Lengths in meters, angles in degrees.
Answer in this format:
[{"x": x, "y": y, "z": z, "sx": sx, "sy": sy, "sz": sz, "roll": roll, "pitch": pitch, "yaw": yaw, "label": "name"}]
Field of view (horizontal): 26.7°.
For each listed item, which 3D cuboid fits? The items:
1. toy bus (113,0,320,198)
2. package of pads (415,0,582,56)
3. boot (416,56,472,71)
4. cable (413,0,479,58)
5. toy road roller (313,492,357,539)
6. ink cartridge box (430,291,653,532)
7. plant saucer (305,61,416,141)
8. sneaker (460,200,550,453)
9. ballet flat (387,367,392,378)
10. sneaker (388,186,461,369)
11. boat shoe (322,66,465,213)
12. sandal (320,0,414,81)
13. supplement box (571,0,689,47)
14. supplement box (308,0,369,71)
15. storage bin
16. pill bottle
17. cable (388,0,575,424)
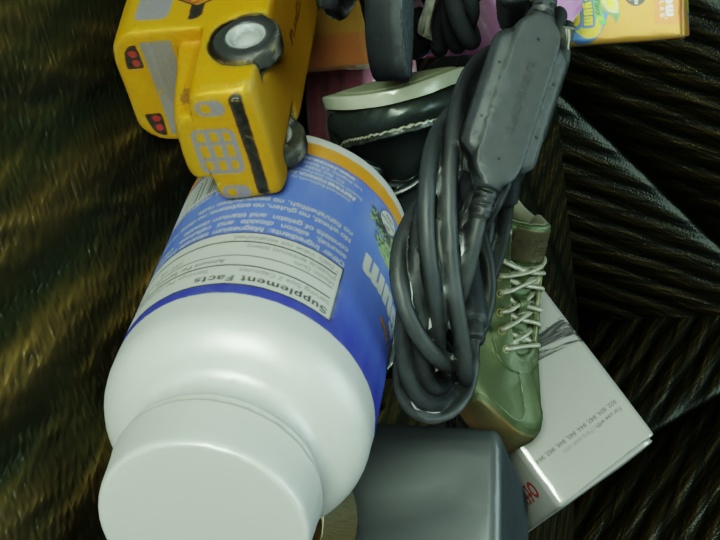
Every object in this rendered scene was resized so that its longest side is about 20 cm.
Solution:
[{"x": -0.058, "y": -0.123, "z": 0.682, "sx": 0.065, "sy": 0.077, "sz": 0.202, "roll": 76, "pitch": 16, "yaw": -47, "label": "toy bus"}, {"x": 0.042, "y": -0.223, "z": 0.927, "sx": 0.076, "sy": 0.120, "sz": 0.201, "roll": -47, "pitch": 119, "yaw": -24, "label": "package of pads"}, {"x": 0.054, "y": -0.132, "z": 1.239, "sx": 0.155, "sy": 0.072, "sz": 0.205, "roll": -101, "pitch": -166, "yaw": -46, "label": "boot"}, {"x": 0.037, "y": -0.207, "z": 0.732, "sx": 0.163, "sy": 0.050, "sz": 0.203, "roll": -152, "pitch": -116, "yaw": -90, "label": "cable"}, {"x": -0.004, "y": 0.183, "z": 0.711, "sx": 0.123, "sy": 0.144, "sz": 0.203, "roll": 34, "pitch": 54, "yaw": -76, "label": "toy road roller"}, {"x": 0.091, "y": 0.070, "z": 1.028, "sx": 0.201, "sy": 0.084, "sz": 0.146, "roll": 54, "pitch": -16, "yaw": 12, "label": "ink cartridge box"}, {"x": 0.003, "y": -0.109, "z": 1.044, "sx": 0.200, "sy": 0.050, "sz": 0.203, "roll": -2, "pitch": 90, "yaw": -79, "label": "plant saucer"}, {"x": 0.079, "y": 0.002, "z": 0.913, "sx": 0.067, "sy": 0.089, "sz": 0.202, "roll": -5, "pitch": 69, "yaw": -52, "label": "sneaker"}, {"x": -0.013, "y": 0.025, "z": 0.931, "sx": 0.073, "sy": 0.067, "sz": 0.201, "roll": -61, "pitch": 153, "yaw": -29, "label": "ballet flat"}, {"x": 0.000, "y": 0.000, "z": 0.823, "sx": 0.200, "sy": 0.073, "sz": 0.089, "roll": -50, "pitch": 132, "yaw": -32, "label": "sneaker"}, {"x": 0.019, "y": -0.060, "z": 0.753, "sx": 0.199, "sy": 0.074, "sz": 0.067, "roll": -160, "pitch": -121, "yaw": -83, "label": "boat shoe"}, {"x": -0.004, "y": -0.139, "z": 0.668, "sx": 0.201, "sy": 0.042, "sz": 0.077, "roll": -101, "pitch": -172, "yaw": -61, "label": "sandal"}, {"x": 0.126, "y": -0.186, "z": 1.046, "sx": 0.069, "sy": 0.197, "sz": 0.068, "roll": -35, "pitch": 121, "yaw": -77, "label": "supplement box"}, {"x": -0.032, "y": -0.213, "z": 0.826, "sx": 0.069, "sy": 0.066, "sz": 0.202, "roll": -70, "pitch": 156, "yaw": -61, "label": "supplement box"}, {"x": 0.028, "y": 0.147, "z": 0.910, "sx": 0.200, "sy": 0.132, "sz": 0.147, "roll": 63, "pitch": 27, "yaw": -65, "label": "storage bin"}, {"x": -0.043, "y": 0.038, "z": 0.638, "sx": 0.201, "sy": 0.111, "sz": 0.113, "roll": -77, "pitch": 160, "yaw": -54, "label": "pill bottle"}, {"x": 0.050, "y": -0.029, "z": 0.687, "sx": 0.163, "sy": 0.050, "sz": 0.202, "roll": 73, "pitch": 33, "yaw": -80, "label": "cable"}]
